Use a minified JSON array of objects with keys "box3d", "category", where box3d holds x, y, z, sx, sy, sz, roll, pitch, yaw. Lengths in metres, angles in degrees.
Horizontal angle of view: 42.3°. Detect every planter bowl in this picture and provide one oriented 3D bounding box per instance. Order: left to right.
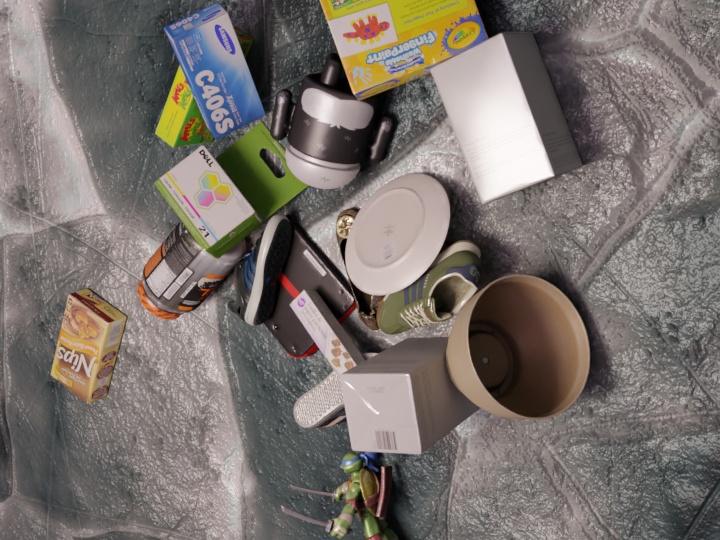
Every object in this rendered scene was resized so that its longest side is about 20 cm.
[{"box3d":[0.203,0.117,1.318,0.200,0.200,0.135,64,151,3],"category":"planter bowl"}]

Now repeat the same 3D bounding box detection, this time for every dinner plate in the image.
[{"box3d":[0.047,-0.059,1.389,0.200,0.024,0.200,-23,54,35],"category":"dinner plate"}]

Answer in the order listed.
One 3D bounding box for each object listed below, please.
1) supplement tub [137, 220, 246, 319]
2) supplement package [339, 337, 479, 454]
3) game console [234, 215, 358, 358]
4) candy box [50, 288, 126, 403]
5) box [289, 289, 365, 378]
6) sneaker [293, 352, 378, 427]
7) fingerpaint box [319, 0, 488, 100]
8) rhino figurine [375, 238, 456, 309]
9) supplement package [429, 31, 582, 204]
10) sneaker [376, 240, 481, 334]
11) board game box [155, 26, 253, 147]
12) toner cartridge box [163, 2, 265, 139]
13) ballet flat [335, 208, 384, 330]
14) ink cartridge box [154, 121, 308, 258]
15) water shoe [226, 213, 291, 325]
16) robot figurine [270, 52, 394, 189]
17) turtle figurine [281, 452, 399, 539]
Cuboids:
[{"box3d":[-0.301,-0.008,1.629,0.200,0.122,0.123,-44,78,33],"category":"supplement tub"},{"box3d":[0.079,0.182,1.389,0.121,0.200,0.120,-4,99,34],"category":"supplement package"},{"box3d":[-0.113,0.033,1.582,0.200,0.031,0.177,49,116,12],"category":"game console"},{"box3d":[-0.547,0.152,1.865,0.115,0.055,0.200,32,116,22],"category":"candy box"},{"box3d":[-0.041,0.117,1.489,0.039,0.041,0.200,-46,63,18],"category":"box"},{"box3d":[-0.015,0.195,1.528,0.200,0.079,0.079,-32,66,26],"category":"sneaker"},{"box3d":[0.058,-0.353,1.300,0.200,0.073,0.167,-21,91,6],"category":"fingerpaint box"},{"box3d":[0.087,0.019,1.426,0.087,0.060,0.200,36,119,0],"category":"rhino figurine"},{"box3d":[0.200,-0.209,1.266,0.117,0.117,0.200,-20,91,35],"category":"supplement package"},{"box3d":[0.097,0.045,1.349,0.067,0.090,0.200,36,119,-25],"category":"sneaker"},{"box3d":[-0.260,-0.305,1.542,0.048,0.102,0.200,38,119,20],"category":"board game box"},{"box3d":[-0.226,-0.310,1.463,0.043,0.095,0.200,52,167,41],"category":"toner cartridge box"},{"box3d":[0.000,0.000,1.487,0.067,0.046,0.200,-10,97,33],"category":"ballet flat"},{"box3d":[-0.206,-0.141,1.508,0.200,0.076,0.148,-38,78,-1],"category":"ink cartridge box"},{"box3d":[-0.177,-0.006,1.551,0.079,0.071,0.200,24,108,25],"category":"water shoe"},{"box3d":[-0.043,-0.224,1.415,0.150,0.125,0.200,29,116,28],"category":"robot figurine"},{"box3d":[-0.021,0.415,1.550,0.194,0.200,0.144,61,158,0],"category":"turtle figurine"}]
